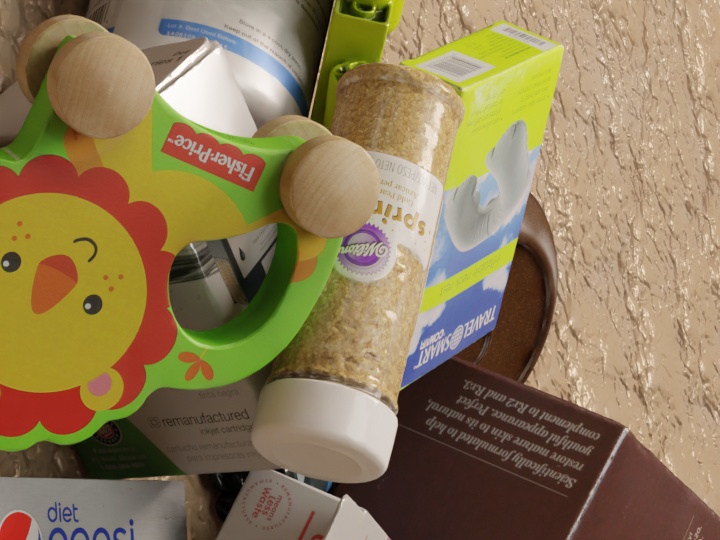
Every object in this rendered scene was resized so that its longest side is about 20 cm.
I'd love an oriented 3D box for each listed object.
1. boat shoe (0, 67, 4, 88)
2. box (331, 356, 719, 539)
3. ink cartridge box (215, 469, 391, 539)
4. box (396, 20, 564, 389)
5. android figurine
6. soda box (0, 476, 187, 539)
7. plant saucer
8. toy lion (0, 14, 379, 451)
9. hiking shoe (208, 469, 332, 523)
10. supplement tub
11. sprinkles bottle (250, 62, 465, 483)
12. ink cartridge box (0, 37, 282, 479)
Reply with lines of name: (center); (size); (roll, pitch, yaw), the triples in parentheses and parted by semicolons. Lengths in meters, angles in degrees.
boat shoe: (-0.220, -0.019, 1.188); (0.075, 0.074, 0.203); (57, 49, -36)
box: (0.098, 0.175, 1.497); (0.165, 0.165, 0.200); (-60, 140, -10)
ink cartridge box: (-0.039, 0.173, 1.319); (0.116, 0.067, 0.200); (-64, 163, -12)
box: (0.045, -0.026, 1.394); (0.122, 0.047, 0.201); (-28, 136, -55)
android figurine: (-0.001, -0.116, 1.399); (0.183, 0.041, 0.201); (-79, -179, -54)
soda box: (-0.164, 0.135, 1.232); (0.199, 0.063, 0.069); (8, 76, -57)
plant saucer: (0.049, 0.039, 1.528); (0.199, 0.032, 0.201); (-25, 133, -29)
toy lion: (-0.114, -0.004, 1.164); (0.199, 0.069, 0.193); (22, 95, -28)
hiking shoe: (-0.045, 0.048, 1.426); (0.087, 0.074, 0.202); (-34, 132, -61)
supplement tub: (-0.080, -0.149, 1.392); (0.132, 0.131, 0.201); (46, 45, -42)
sprinkles bottle: (0.000, 0.000, 1.249); (0.068, 0.068, 0.201); (39, 56, -46)
ink cartridge box: (-0.106, -0.002, 1.288); (0.084, 0.145, 0.201); (-44, 118, -45)
